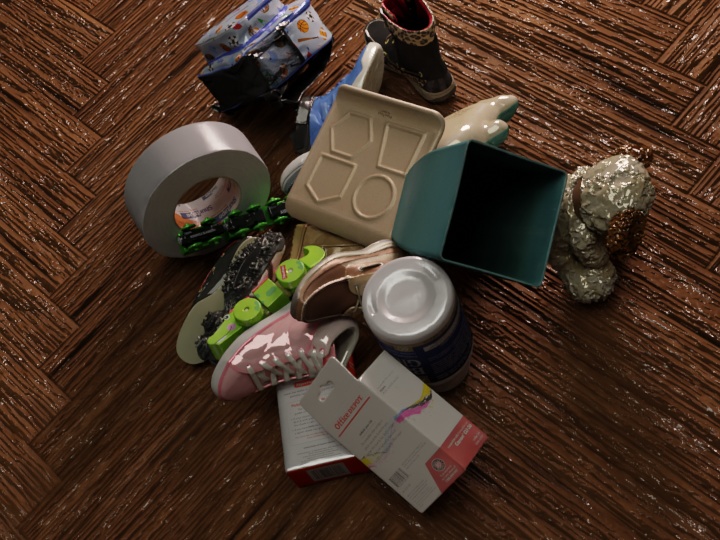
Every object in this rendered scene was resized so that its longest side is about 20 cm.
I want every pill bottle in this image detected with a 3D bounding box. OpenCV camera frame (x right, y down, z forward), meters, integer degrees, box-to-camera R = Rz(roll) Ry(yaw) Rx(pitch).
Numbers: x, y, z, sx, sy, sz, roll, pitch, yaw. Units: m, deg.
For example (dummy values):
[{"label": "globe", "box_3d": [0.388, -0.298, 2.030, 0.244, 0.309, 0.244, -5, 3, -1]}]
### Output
[{"label": "pill bottle", "box_3d": [0.078, 0.076, 1.301, 0.111, 0.200, 0.111, -8, 60, 13]}]

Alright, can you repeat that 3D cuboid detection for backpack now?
[{"label": "backpack", "box_3d": [-0.145, -0.342, 1.634, 0.190, 0.154, 0.200, -38, 24, -28]}]

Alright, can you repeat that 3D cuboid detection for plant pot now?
[{"label": "plant pot", "box_3d": [0.129, -0.070, 1.307, 0.200, 0.141, 0.142, 8, 84, 67]}]

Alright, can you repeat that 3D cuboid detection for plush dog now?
[{"label": "plush dog", "box_3d": [0.293, -0.082, 1.328, 0.172, 0.160, 0.200, -29, 42, 50]}]

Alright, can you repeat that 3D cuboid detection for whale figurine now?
[{"label": "whale figurine", "box_3d": [0.155, -0.173, 1.501, 0.159, 0.104, 0.200, -8, 28, 48]}]

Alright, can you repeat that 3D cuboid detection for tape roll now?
[{"label": "tape roll", "box_3d": [-0.230, -0.112, 1.503, 0.200, 0.200, 0.066, -34, 57, -5]}]

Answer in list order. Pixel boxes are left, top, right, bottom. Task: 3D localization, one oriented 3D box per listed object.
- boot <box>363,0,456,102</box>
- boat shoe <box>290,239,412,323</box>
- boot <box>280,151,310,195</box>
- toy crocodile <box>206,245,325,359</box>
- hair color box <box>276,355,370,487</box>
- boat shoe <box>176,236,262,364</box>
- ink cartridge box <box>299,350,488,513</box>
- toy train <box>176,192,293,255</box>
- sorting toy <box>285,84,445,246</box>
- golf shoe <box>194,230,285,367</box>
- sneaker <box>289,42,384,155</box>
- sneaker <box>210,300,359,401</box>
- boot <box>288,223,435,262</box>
[{"label": "boot", "box_3d": [0.062, -0.357, 1.595, 0.073, 0.151, 0.200, -35, 57, -6]}, {"label": "boat shoe", "box_3d": [0.000, 0.018, 1.316, 0.200, 0.076, 0.072, -27, 47, -37]}, {"label": "boot", "box_3d": [-0.028, -0.130, 1.513, 0.200, 0.073, 0.091, -24, 54, 25]}, {"label": "toy crocodile", "box_3d": [-0.118, 0.041, 1.379, 0.200, 0.068, 0.062, -42, 51, -14]}, {"label": "hair color box", "box_3d": [-0.053, 0.168, 1.369, 0.101, 0.061, 0.200, -14, 58, 8]}, {"label": "boat shoe", "box_3d": [-0.192, 0.042, 1.487, 0.202, 0.074, 0.063, -59, 20, -10]}, {"label": "ink cartridge box", "box_3d": [0.036, 0.178, 1.256, 0.200, 0.117, 0.067, 40, 44, 6]}, {"label": "toy train", "box_3d": [-0.169, -0.066, 1.513, 0.200, 0.056, 0.042, -19, 81, -23]}, {"label": "sorting toy", "box_3d": [0.007, -0.141, 1.449, 0.185, 0.036, 0.200, 22, 88, 32]}, {"label": "golf shoe", "box_3d": [-0.144, 0.045, 1.443, 0.078, 0.094, 0.200, 20, 80, 54]}, {"label": "sneaker", "box_3d": [-0.042, -0.259, 1.598, 0.111, 0.077, 0.200, 16, 84, 19]}, {"label": "sneaker", "box_3d": [-0.088, 0.109, 1.330, 0.200, 0.075, 0.105, -38, 52, -15]}, {"label": "boot", "box_3d": [0.000, 0.000, 1.439, 0.199, 0.066, 0.176, -3, 66, 18]}]
